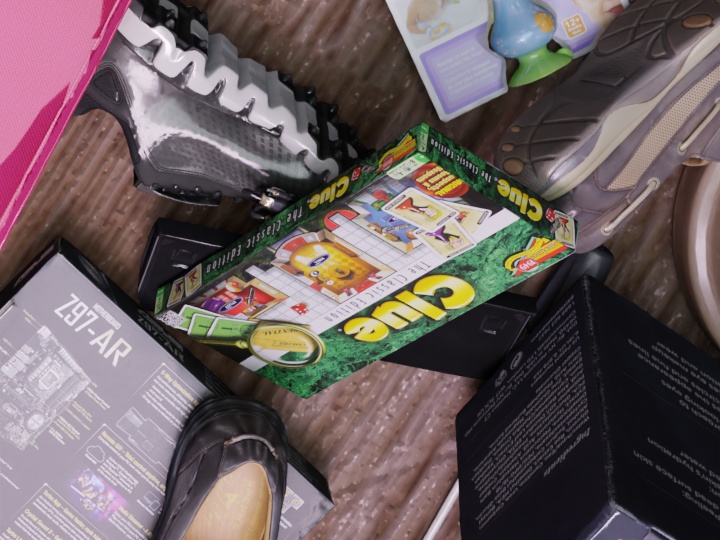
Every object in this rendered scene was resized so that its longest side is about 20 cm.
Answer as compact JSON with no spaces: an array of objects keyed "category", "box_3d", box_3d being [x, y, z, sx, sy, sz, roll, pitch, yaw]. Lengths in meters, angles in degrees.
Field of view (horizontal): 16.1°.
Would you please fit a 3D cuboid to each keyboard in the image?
[{"category":"keyboard","box_3d":[-0.009,0.002,1.289,0.200,0.021,0.127,12,145,-11]}]

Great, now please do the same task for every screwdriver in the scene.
[{"category":"screwdriver","box_3d":[0.078,0.072,1.344,0.028,0.029,0.200,27,99,-11]}]

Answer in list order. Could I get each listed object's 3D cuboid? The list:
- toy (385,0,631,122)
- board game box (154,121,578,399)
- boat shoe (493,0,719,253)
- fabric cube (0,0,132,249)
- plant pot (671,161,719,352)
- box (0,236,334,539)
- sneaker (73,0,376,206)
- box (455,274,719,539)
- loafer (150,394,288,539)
[{"category":"toy","box_3d":[0.055,-0.185,1.267,0.115,0.047,0.200,-26,107,-5]},{"category":"board game box","box_3d":[0.000,0.000,1.249,0.105,0.023,0.200,28,139,-31]},{"category":"boat shoe","box_3d":[0.153,-0.086,1.283,0.200,0.074,0.073,-40,121,-15]},{"category":"fabric cube","box_3d":[-0.212,-0.154,1.173,0.199,0.200,0.196,26,99,-13]},{"category":"plant pot","box_3d":[0.273,-0.005,1.271,0.200,0.175,0.200,-2,104,-7]},{"category":"box","box_3d":[-0.139,0.107,1.322,0.200,0.044,0.160,43,96,-14]},{"category":"sneaker","box_3d":[-0.068,-0.063,1.281,0.200,0.066,0.090,37,112,-20]},{"category":"box","box_3d":[0.157,0.139,1.261,0.197,0.200,0.117,33,116,-18]},{"category":"loafer","box_3d":[-0.081,0.165,1.282,0.073,0.072,0.200,8,104,-9]}]
